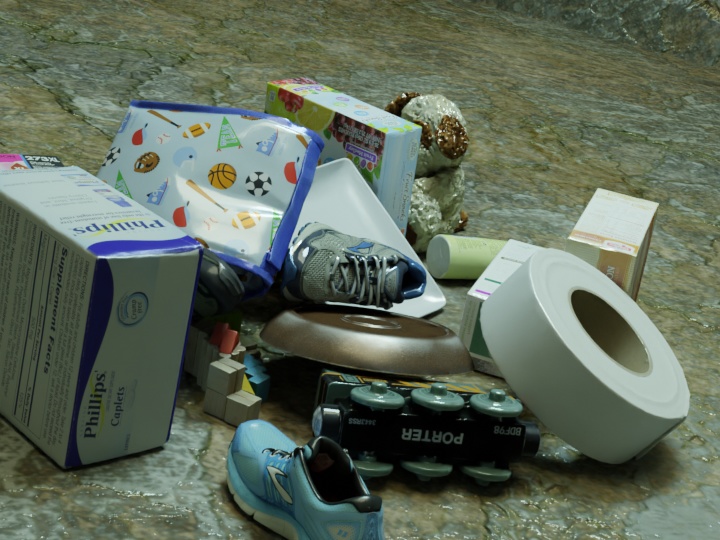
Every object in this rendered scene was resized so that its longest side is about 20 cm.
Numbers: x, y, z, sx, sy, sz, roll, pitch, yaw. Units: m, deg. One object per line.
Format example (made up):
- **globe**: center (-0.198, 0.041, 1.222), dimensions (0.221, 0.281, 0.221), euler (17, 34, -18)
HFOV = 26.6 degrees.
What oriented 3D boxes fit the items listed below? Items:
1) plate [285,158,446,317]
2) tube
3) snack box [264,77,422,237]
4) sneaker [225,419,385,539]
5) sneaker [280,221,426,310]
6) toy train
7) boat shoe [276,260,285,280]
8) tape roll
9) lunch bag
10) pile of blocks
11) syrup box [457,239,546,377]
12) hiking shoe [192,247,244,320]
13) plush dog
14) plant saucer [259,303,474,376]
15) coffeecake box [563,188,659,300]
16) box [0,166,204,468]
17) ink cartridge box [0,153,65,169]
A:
- **plate**: center (-0.017, -0.017, 1.594), dimensions (0.200, 0.032, 0.200), euler (55, 32, 8)
- **tube**: center (0.173, -0.011, 1.779), dimensions (0.200, 0.052, 0.058), euler (2, 63, -32)
- **snack box**: center (-0.030, -0.115, 1.770), dimensions (0.068, 0.169, 0.200), euler (-14, 32, -42)
- **sneaker**: center (-0.034, 0.158, 1.153), dimensions (0.078, 0.090, 0.200), euler (-3, 24, -34)
- **sneaker**: center (0.000, 0.000, 1.451), dimensions (0.085, 0.077, 0.200), euler (17, 10, 30)
- **toy train**: center (0.051, 0.128, 1.300), dimensions (0.200, 0.085, 0.114), euler (5, 11, -15)
- **boat shoe**: center (-0.105, -0.045, 1.684), dimensions (0.065, 0.073, 0.200), euler (-6, 25, -25)
- **tape roll**: center (0.206, 0.077, 1.390), dimensions (0.202, 0.071, 0.203), euler (34, 27, -20)
- **lunch bag**: center (-0.145, -0.062, 1.447), dimensions (0.200, 0.124, 0.170), euler (4, 61, 26)
- **pile of blocks**: center (-0.119, 0.070, 1.386), dimensions (0.082, 0.062, 0.200), euler (1, 23, -24)
- **syrup box**: center (0.162, 0.038, 1.587), dimensions (0.081, 0.079, 0.200), euler (16, 21, 14)
- **hiking shoe**: center (-0.186, 0.038, 1.357), dimensions (0.200, 0.076, 0.101), euler (-10, 38, 45)
- **plush dog**: center (0.082, -0.129, 1.857), dimensions (0.160, 0.172, 0.200), euler (-2, 23, -31)
- **plant saucer**: center (0.008, 0.060, 1.396), dimensions (0.200, 0.032, 0.200), euler (8, 6, -1)
- **coffeecake box**: center (0.248, 0.018, 1.578), dimensions (0.073, 0.154, 0.200), euler (15, 21, 13)
- **box**: center (-0.239, 0.032, 1.255), dimensions (0.105, 0.184, 0.200), euler (-6, 27, -42)
- **ink cartridge box**: center (-0.383, -0.101, 1.752), dimensions (0.095, 0.037, 0.200), euler (0, 21, -27)
